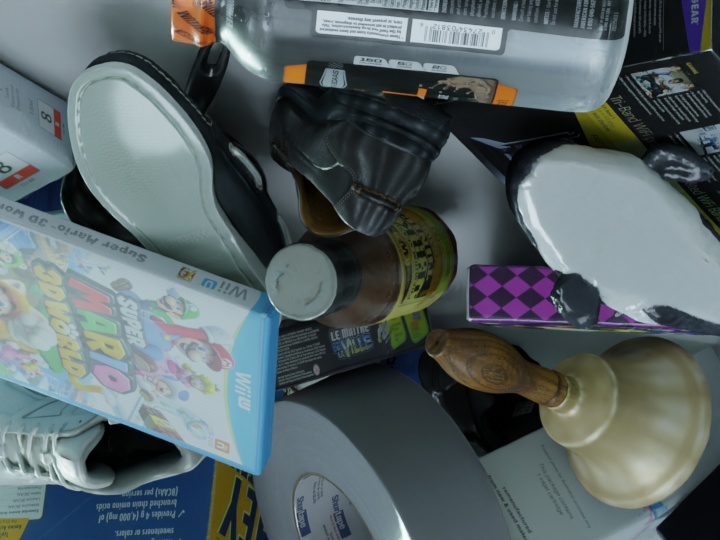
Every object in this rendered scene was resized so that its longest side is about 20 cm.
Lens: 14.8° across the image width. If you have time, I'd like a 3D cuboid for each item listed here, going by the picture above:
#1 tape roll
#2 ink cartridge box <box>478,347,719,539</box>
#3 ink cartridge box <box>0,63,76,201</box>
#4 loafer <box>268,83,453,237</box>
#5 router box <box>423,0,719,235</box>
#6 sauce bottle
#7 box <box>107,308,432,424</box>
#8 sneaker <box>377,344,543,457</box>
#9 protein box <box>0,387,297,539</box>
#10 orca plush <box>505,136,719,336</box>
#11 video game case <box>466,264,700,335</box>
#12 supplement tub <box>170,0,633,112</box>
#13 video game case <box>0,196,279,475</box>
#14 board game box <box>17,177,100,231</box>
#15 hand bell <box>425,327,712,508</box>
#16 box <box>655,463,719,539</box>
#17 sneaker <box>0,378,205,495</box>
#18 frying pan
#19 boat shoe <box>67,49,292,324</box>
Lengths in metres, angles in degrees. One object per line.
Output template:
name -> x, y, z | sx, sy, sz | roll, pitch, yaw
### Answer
tape roll -> 0.014, 0.160, 1.706 | 0.066, 0.201, 0.200 | -25, 168, -27
ink cartridge box -> 0.141, 0.144, 1.756 | 0.199, 0.083, 0.146 | -24, 164, -27
ink cartridge box -> -0.274, -0.078, 1.481 | 0.162, 0.050, 0.200 | -25, 147, 32
loafer -> -0.015, -0.054, 1.427 | 0.072, 0.073, 0.200 | 24, 174, -11
router box -> 0.146, -0.076, 1.429 | 0.156, 0.053, 0.200 | -9, 152, 27
sauce bottle -> 0.000, 0.000, 1.508 | 0.064, 0.065, 0.200 | -4, -175, 17
box -> -0.053, 0.050, 1.650 | 0.110, 0.035, 0.200 | -12, -179, 33
sneaker -> 0.081, 0.104, 1.801 | 0.111, 0.077, 0.200 | 2, 151, 28
protein box -> -0.155, 0.159, 1.816 | 0.197, 0.201, 0.135 | -5, 154, 21
orca plush -> 0.150, -0.023, 1.434 | 0.199, 0.106, 0.071 | 11, -160, -24
video game case -> 0.164, 0.018, 1.577 | 0.199, 0.036, 0.181 | 2, 178, 6
supplement tub -> 0.019, -0.139, 1.232 | 0.199, 0.123, 0.123 | 6, 155, -1
video game case -> -0.140, 0.032, 1.521 | 0.199, 0.018, 0.144 | 20, 141, 11
board game box -> -0.213, 0.001, 1.674 | 0.199, 0.044, 0.199 | -7, 152, 23
hand bell -> 0.105, 0.066, 1.582 | 0.104, 0.105, 0.200 | -14, 156, 36
box -> 0.318, 0.152, 1.716 | 0.200, 0.104, 0.182 | -46, 140, 8
sneaker -> -0.178, 0.100, 1.699 | 0.199, 0.099, 0.078 | -10, 108, 15
frying pan -> -0.113, -0.070, 1.510 | 0.114, 0.031, 0.190 | -8, 143, 3
boat shoe -> -0.094, -0.048, 1.470 | 0.075, 0.061, 0.200 | -5, 135, 20
